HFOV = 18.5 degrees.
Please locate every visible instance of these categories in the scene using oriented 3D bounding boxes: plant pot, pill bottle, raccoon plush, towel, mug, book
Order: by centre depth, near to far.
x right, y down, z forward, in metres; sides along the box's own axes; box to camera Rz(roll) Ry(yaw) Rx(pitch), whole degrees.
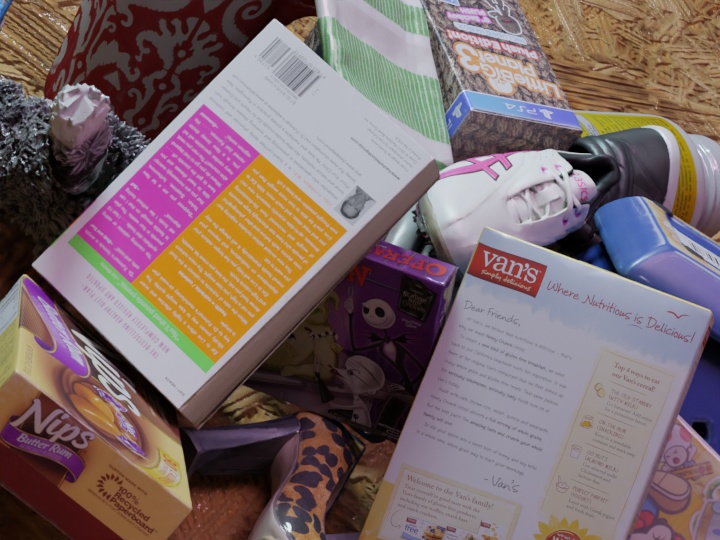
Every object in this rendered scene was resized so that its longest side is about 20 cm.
[{"bbox_3d":[-0.071,-0.030,1.251,0.134,0.200,0.048,43,-7,19],"label":"book"},{"bbox_3d":[-0.191,-0.090,1.321,0.134,0.200,0.097,39,58,16],"label":"raccoon plush"},{"bbox_3d":[0.192,0.073,1.398,0.199,0.180,0.200,32,13,-7],"label":"plant pot"},{"bbox_3d":[0.011,-0.163,1.415,0.152,0.023,0.201,23,57,-60],"label":"towel"},{"bbox_3d":[-0.109,-0.156,1.444,0.133,0.200,0.178,-12,57,-47],"label":"mug"},{"bbox_3d":[0.185,-0.062,1.657,0.199,0.113,0.113,-1,49,-40],"label":"pill bottle"}]

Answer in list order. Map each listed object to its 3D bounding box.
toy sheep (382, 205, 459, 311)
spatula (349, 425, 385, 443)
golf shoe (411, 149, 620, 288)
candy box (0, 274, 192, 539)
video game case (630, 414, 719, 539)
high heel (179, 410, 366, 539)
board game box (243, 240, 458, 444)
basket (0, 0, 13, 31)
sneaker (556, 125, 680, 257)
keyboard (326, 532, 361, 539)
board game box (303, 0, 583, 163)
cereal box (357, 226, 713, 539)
[{"bbox_3d":[0.000,0.000,1.417,0.199,0.138,0.138,26,35,5],"label":"toy sheep"},{"bbox_3d":[-0.058,0.040,1.370,0.200,0.057,0.021,38,14,12],"label":"spatula"},{"bbox_3d":[0.099,-0.045,1.397,0.073,0.092,0.200,66,27,-2],"label":"golf shoe"},{"bbox_3d":[-0.153,0.079,1.173,0.117,0.057,0.200,40,7,-14],"label":"candy box"},{"bbox_3d":[0.144,0.185,1.278,0.182,0.200,0.023,45,0,8],"label":"video game case"},{"bbox_3d":[-0.013,0.161,1.274,0.142,0.072,0.200,0,47,-43],"label":"high heel"},{"bbox_3d":[-0.047,0.020,1.308,0.199,0.121,0.032,19,30,14],"label":"board game box"},{"bbox_3d":[-0.291,-0.187,1.323,0.176,0.200,0.139,26,36,-15],"label":"basket"},{"bbox_3d":[0.163,-0.004,1.537,0.099,0.201,0.071,3,4,-38],"label":"sneaker"},{"bbox_3d":[0.064,0.180,1.369,0.199,0.011,0.056,1,43,-40],"label":"keyboard"},{"bbox_3d":[0.047,-0.120,1.567,0.096,0.160,0.201,8,43,-33],"label":"board game box"},{"bbox_3d":[0.101,0.092,1.261,0.143,0.201,0.040,22,-6,14],"label":"cereal box"}]
